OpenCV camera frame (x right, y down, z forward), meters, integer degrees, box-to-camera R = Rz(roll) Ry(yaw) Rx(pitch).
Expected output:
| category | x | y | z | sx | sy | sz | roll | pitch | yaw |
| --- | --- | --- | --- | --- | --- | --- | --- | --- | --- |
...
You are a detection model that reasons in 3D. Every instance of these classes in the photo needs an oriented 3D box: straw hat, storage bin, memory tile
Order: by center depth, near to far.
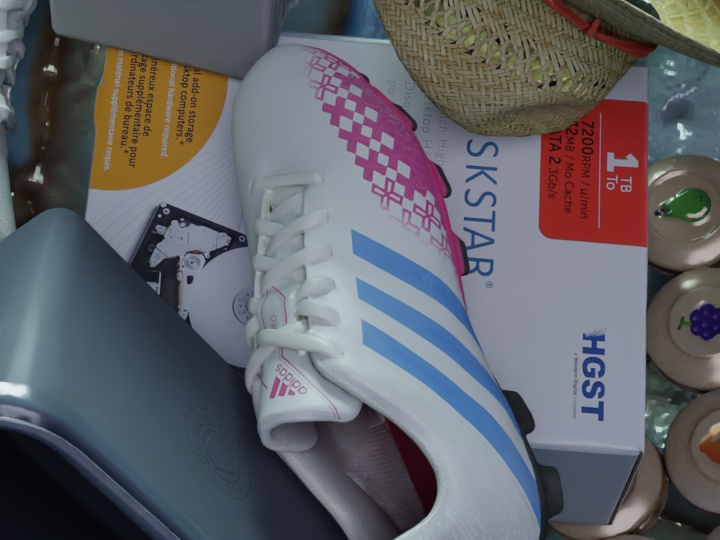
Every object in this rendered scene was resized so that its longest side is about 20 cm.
| category | x | y | z | sx | sy | sz | roll | pitch | yaw |
| --- | --- | --- | --- | --- | --- | --- | --- | --- | --- |
| storage bin | -0.084 | 0.090 | 0.716 | 0.145 | 0.135 | 0.200 | -32 | 118 | 22 |
| straw hat | 0.052 | -0.093 | 0.789 | 0.200 | 0.201 | 0.085 | 34 | 110 | -5 |
| memory tile | 0.134 | 0.044 | 0.861 | 0.152 | 0.017 | 0.201 | -12 | 63 | 7 |

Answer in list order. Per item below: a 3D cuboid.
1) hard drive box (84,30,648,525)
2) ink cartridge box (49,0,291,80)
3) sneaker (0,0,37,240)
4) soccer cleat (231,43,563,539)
| category | x | y | z | sx | sy | sz | roll | pitch | yaw |
| --- | --- | --- | --- | --- | --- | --- | --- | --- | --- |
| hard drive box | 0.000 | 0.000 | 0.836 | 0.198 | 0.077 | 0.157 | 4 | 64 | -2 |
| ink cartridge box | -0.043 | -0.191 | 0.803 | 0.083 | 0.145 | 0.201 | 14 | 64 | 3 |
| sneaker | -0.134 | -0.099 | 0.859 | 0.115 | 0.074 | 0.202 | -18 | 89 | -5 |
| soccer cleat | -0.006 | 0.012 | 0.736 | 0.086 | 0.070 | 0.201 | -6 | 62 | -41 |
